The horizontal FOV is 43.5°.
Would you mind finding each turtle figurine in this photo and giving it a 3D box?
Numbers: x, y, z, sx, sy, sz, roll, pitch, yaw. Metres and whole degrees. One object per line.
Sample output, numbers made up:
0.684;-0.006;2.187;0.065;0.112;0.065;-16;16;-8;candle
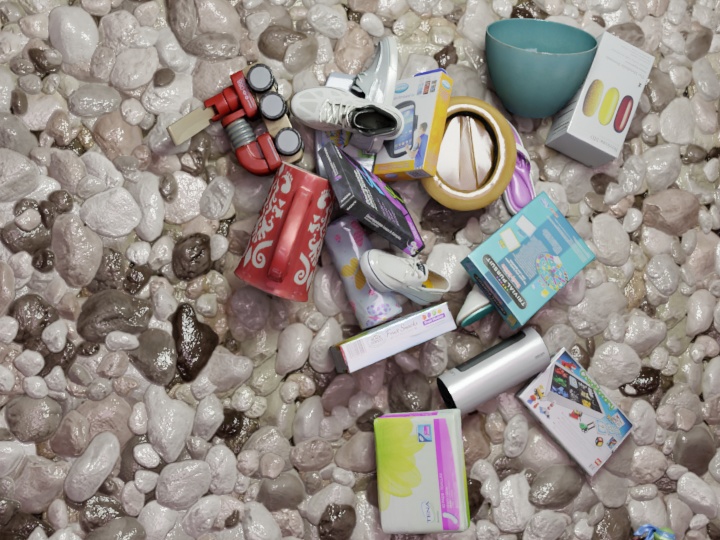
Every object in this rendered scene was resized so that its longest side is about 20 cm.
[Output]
0.535;0.568;1.580;0.198;0.143;0.198;28;103;34;turtle figurine

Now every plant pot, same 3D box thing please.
0.313;-0.352;1.609;0.195;0.201;0.137;-2;122;-10;plant pot

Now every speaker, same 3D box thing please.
0.234;0.180;1.597;0.197;0.081;0.082;-27;91;-10;speaker

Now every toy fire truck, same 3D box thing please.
-0.212;-0.235;1.531;0.197;0.129;0.179;-25;91;1;toy fire truck

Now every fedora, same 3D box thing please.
0.182;-0.203;1.608;0.196;0.082;0.206;0;84;-4;fedora

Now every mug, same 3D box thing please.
-0.105;-0.061;1.483;0.132;0.177;0.204;17;96;-33;mug

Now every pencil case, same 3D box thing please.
0.000;0.000;1.564;0.082;0.091;0.203;-24;90;13;pencil case

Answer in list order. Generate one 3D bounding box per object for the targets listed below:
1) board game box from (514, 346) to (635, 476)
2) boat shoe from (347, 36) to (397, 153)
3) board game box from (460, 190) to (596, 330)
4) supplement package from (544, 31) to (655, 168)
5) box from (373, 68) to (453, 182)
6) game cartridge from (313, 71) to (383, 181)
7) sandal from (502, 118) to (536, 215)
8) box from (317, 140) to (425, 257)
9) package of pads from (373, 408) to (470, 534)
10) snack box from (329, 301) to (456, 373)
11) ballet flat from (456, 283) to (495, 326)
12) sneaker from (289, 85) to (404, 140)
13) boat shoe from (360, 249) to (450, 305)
0.390;0.256;1.643;0.126;0.035;0.200;-44;95;-10;board game box
0.018;-0.309;1.560;0.070;0.070;0.206;10;87;-14;boat shoe
0.295;-0.019;1.587;0.199;0.047;0.152;-38;87;-20;board game box
0.436;-0.308;1.653;0.112;0.109;0.204;23;82;-8;supplement package
0.092;-0.258;1.561;0.041;0.118;0.205;21;75;-43;box
-0.017;-0.247;1.603;0.130;0.040;0.205;5;85;-6;game cartridge
0.275;-0.198;1.645;0.081;0.050;0.206;-25;91;-11;sandal
0.019;-0.118;1.505;0.036;0.144;0.199;-41;136;20;box
0.101;0.344;1.539;0.151;0.068;0.205;-6;87;18;package of pads
0.051;0.115;1.535;0.196;0.142;0.054;-21;89;-10;snack box
0.245;0.035;1.624;0.197;0.069;0.071;-25;91;-15;ballet flat
-0.026;-0.263;1.477;0.196;0.115;0.077;11;96;4;sneaker
0.082;0.005;1.535;0.198;0.069;0.072;27;49;-43;boat shoe
